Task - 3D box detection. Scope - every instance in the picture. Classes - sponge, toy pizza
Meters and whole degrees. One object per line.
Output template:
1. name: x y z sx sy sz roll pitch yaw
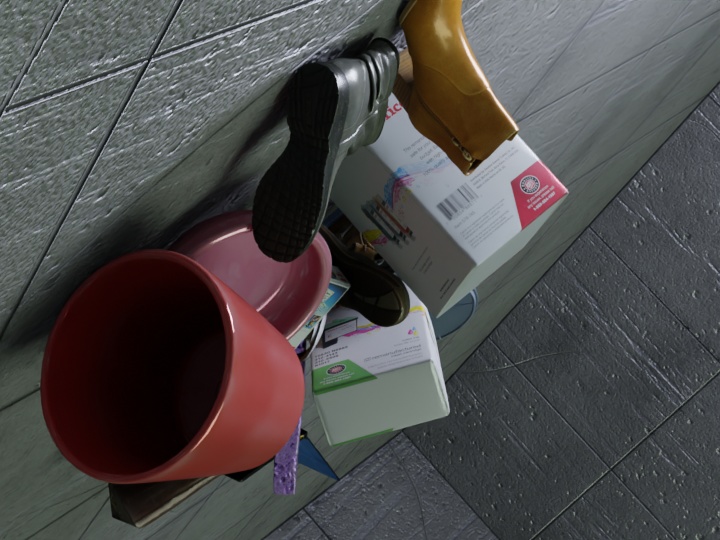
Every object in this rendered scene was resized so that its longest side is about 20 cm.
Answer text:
1. sponge: -0.081 0.157 1.743 0.200 0.030 0.112 -89 -177 -54
2. toy pizza: 0.051 0.042 1.891 0.199 0.032 0.201 -5 149 -3

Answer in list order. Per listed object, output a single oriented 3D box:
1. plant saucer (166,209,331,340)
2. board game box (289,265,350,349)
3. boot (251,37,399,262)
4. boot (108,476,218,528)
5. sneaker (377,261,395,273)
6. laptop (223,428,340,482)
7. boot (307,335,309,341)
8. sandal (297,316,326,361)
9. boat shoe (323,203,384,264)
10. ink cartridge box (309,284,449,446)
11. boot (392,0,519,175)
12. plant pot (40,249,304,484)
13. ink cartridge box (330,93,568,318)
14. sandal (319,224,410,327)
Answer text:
1. plant saucer: -0.125 0.015 1.417 0.200 0.051 0.201 -22 142 -18
2. board game box: -0.113 0.031 1.527 0.126 0.035 0.200 -48 146 16
3. boot: -0.021 -0.106 1.329 0.130 0.068 0.201 -26 140 -55
4. boot: -0.224 0.198 1.729 0.199 0.186 0.064 -31 131 -11
5. sneaker: 0.060 -0.065 1.769 0.200 0.114 0.075 -46 169 14
6. laptop: -0.156 0.229 1.850 0.200 0.187 0.117 -31 131 -47
7. boot: -0.093 0.083 1.915 0.200 0.069 0.174 -47 168 8
8. sandal: -0.071 0.061 1.721 0.079 0.059 0.207 -43 -163 15
9. boat shoe: -0.002 -0.042 1.692 0.072 0.072 0.200 0 133 -43
10. ink cartridge box: 0.018 0.104 1.744 0.144 0.084 0.200 -16 -153 5
11. boot: 0.097 -0.183 1.364 0.071 0.144 0.201 -38 168 -28
12. plant pot: -0.152 0.097 1.305 0.200 0.201 0.177 -45 152 11
13. ink cartridge box: 0.080 -0.087 1.532 0.145 0.200 0.145 -37 171 -25
14. sandal: 0.000 0.000 1.613 0.054 0.200 0.082 -18 118 -31
